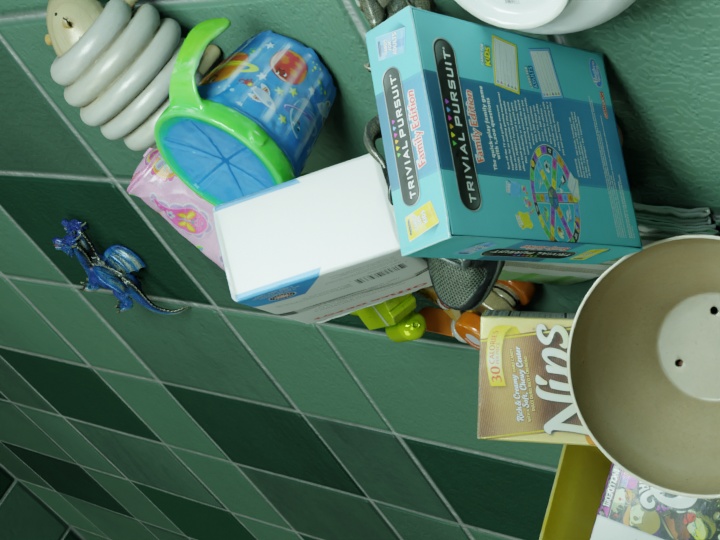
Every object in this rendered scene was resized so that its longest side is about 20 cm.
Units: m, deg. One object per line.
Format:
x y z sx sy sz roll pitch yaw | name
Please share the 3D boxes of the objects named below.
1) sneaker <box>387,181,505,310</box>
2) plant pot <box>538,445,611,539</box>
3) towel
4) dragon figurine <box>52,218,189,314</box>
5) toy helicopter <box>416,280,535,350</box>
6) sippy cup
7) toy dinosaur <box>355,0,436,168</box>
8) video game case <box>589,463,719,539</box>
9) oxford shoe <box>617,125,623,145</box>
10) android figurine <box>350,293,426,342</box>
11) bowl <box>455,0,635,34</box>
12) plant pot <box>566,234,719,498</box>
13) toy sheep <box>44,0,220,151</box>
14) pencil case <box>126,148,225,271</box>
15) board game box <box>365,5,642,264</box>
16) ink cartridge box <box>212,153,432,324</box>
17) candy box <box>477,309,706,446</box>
0.065 -0.038 0.858 0.076 0.114 0.200 28 134 24 | sneaker
0.331 0.289 1.221 0.176 0.201 0.200 34 154 -30 | plant pot
0.180 -0.023 0.957 0.149 0.031 0.200 6 166 -29 | towel
-0.330 0.006 1.530 0.200 0.059 0.100 31 152 3 | dragon figurine
0.089 0.027 1.169 0.200 0.079 0.132 30 163 26 | toy helicopter
-0.091 -0.135 0.998 0.139 0.131 0.178 29 152 6 | sippy cup
0.035 -0.151 0.817 0.077 0.201 0.102 -17 146 12 | toy dinosaur
0.330 0.191 1.058 0.181 0.201 0.036 17 -178 24 | video game case
0.104 -0.117 0.896 0.199 0.074 0.071 22 151 16 | oxford shoe
0.000 0.000 1.158 0.182 0.041 0.200 52 165 -1 | android figurine
0.105 -0.220 0.717 0.200 0.091 0.201 24 151 14 | bowl
0.280 0.070 0.914 0.200 0.201 0.134 19 -170 21 | plant pot
-0.205 -0.180 1.035 0.200 0.138 0.138 41 150 -19 | toy sheep
-0.160 -0.062 1.238 0.200 0.088 0.087 38 151 -12 | pencil case
0.101 -0.084 0.765 0.199 0.152 0.047 2 164 -41 | board game box
-0.020 -0.020 0.964 0.144 0.085 0.200 -18 168 11 | ink cartridge box
0.209 0.099 1.032 0.199 0.116 0.055 2 -176 10 | candy box
